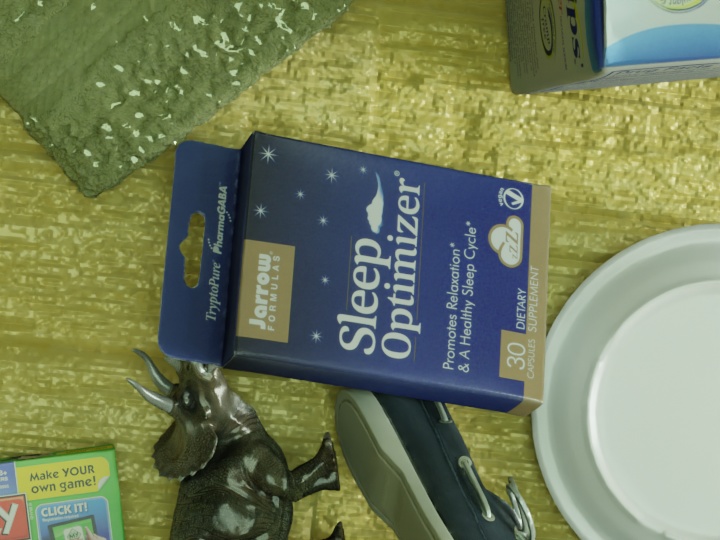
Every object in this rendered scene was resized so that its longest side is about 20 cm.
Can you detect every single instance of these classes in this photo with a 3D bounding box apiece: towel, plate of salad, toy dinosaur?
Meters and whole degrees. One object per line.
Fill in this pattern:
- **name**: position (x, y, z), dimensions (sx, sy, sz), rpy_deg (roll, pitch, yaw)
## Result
- **towel**: position (-0.107, -0.142, 1.080), dimensions (0.200, 0.037, 0.148), rpy_deg (-39, 103, 14)
- **plate of salad**: position (0.191, 0.075, 1.151), dimensions (0.199, 0.048, 0.201), rpy_deg (0, 92, 4)
- **toy dinosaur**: position (-0.059, 0.136, 1.106), dimensions (0.102, 0.077, 0.201), rpy_deg (-5, 87, 0)

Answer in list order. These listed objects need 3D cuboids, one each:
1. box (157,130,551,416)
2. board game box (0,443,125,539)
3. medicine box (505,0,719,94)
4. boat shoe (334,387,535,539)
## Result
- **box**: position (0.000, 0.000, 1.100), dimensions (0.199, 0.032, 0.122), rpy_deg (9, 70, -15)
- **board game box**: position (-0.218, 0.169, 1.104), dimensions (0.199, 0.029, 0.135), rpy_deg (-7, 93, -8)
- **medicine box**: position (0.178, -0.148, 1.067), dimensions (0.181, 0.200, 0.103), rpy_deg (-5, 92, -8)
- **boat shoe**: position (0.053, 0.134, 1.087), dimensions (0.062, 0.075, 0.200), rpy_deg (-17, 51, -20)
